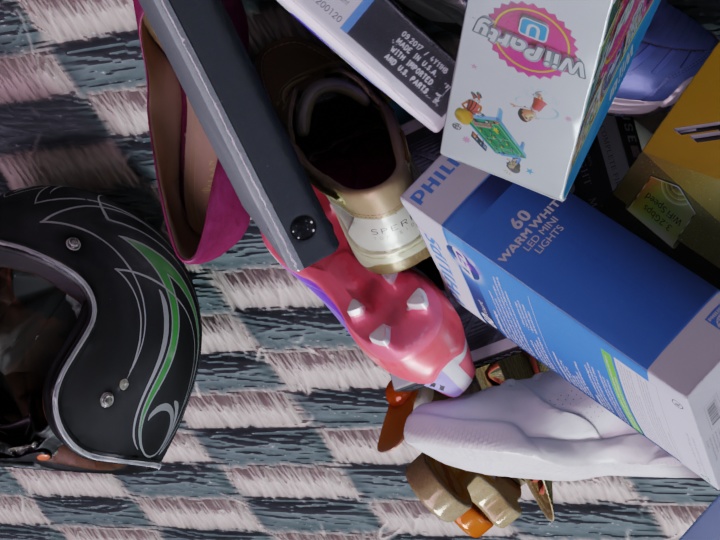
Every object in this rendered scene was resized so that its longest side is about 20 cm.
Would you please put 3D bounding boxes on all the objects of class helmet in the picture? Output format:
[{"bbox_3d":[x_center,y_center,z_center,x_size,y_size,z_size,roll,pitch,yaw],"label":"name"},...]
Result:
[{"bbox_3d":[-0.205,0.039,1.439,0.199,0.191,0.200,3,170,1],"label":"helmet"}]

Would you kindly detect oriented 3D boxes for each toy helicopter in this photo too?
[{"bbox_3d":[0.058,0.118,1.381,0.079,0.200,0.132,-39,88,12],"label":"toy helicopter"}]

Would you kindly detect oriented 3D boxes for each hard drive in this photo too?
[{"bbox_3d":[-0.080,-0.109,1.125,0.200,0.033,0.140,64,175,-23],"label":"hard drive"}]

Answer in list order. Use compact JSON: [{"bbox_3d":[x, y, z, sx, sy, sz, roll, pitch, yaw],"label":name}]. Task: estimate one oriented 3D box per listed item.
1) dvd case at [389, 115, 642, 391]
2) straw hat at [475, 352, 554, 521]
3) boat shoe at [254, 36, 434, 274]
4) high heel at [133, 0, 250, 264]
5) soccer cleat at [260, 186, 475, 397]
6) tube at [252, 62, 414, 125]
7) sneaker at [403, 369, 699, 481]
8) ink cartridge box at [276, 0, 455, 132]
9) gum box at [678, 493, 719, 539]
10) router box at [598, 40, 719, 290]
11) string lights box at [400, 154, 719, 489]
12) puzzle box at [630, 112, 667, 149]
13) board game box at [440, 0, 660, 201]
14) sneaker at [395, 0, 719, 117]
[{"bbox_3d":[0.079,-0.028,1.194,0.200,0.025,0.151,-23,77,39],"label":"dvd case"},{"bbox_3d":[0.117,0.049,1.311,0.085,0.201,0.201,-23,131,-2],"label":"straw hat"},{"bbox_3d":[-0.011,-0.083,1.183,0.200,0.074,0.066,53,170,44],"label":"boat shoe"},{"bbox_3d":[-0.103,-0.106,1.222,0.067,0.096,0.201,-11,109,22],"label":"high heel"},{"bbox_3d":[0.000,0.000,1.210,0.076,0.067,0.200,49,180,-44],"label":"soccer cleat"},{"bbox_3d":[-0.028,-0.093,1.284,0.199,0.051,0.078,15,152,13],"label":"tube"},{"bbox_3d":[0.125,0.072,1.191,0.199,0.089,0.075,0,166,5],"label":"sneaker"},{"bbox_3d":[-0.034,-0.165,1.149,0.198,0.043,0.200,40,-177,-14],"label":"ink cartridge box"},{"bbox_3d":[0.253,0.125,1.179,0.045,0.170,0.200,43,-177,20],"label":"gum box"},{"bbox_3d":[0.238,-0.023,1.041,0.200,0.052,0.157,41,118,15],"label":"router box"},{"bbox_3d":[0.118,0.018,1.072,0.200,0.059,0.103,37,166,33],"label":"string lights box"},{"bbox_3d":[0.199,-0.010,1.183,0.200,0.025,0.133,42,149,22],"label":"puzzle box"},{"bbox_3d":[0.096,-0.152,0.867,0.064,0.148,0.200,21,144,10],"label":"board game box"},{"bbox_3d":[0.102,-0.147,1.101,0.199,0.076,0.077,25,143,10],"label":"sneaker"}]
